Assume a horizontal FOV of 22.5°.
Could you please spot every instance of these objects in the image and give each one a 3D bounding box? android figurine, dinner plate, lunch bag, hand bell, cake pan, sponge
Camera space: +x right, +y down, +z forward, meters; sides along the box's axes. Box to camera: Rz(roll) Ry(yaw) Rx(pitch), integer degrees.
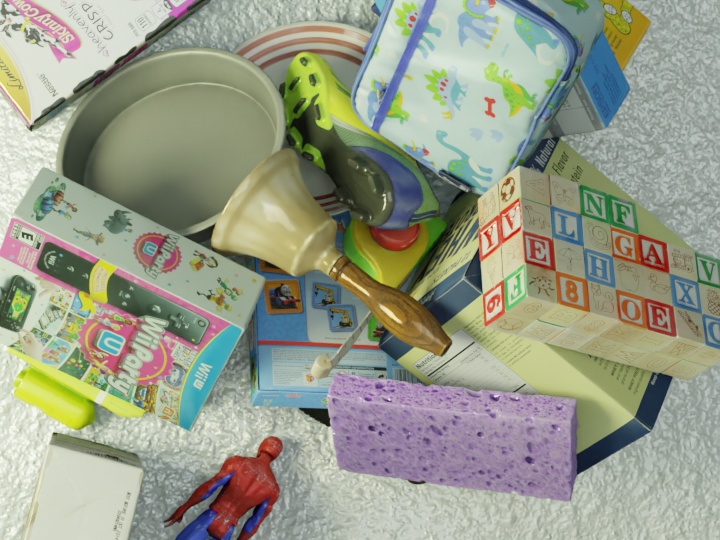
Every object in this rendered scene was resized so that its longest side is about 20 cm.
[{"bbox_3d":[-0.216,0.046,1.541,0.199,0.041,0.183,29,83,-7],"label":"android figurine"},{"bbox_3d":[-0.044,-0.127,1.553,0.199,0.024,0.201,-2,61,4],"label":"dinner plate"},{"bbox_3d":[0.083,-0.163,1.399,0.160,0.200,0.083,34,50,5],"label":"lunch bag"},{"bbox_3d":[-0.009,0.002,1.427,0.200,0.104,0.104,37,82,14],"label":"hand bell"},{"bbox_3d":[-0.154,-0.098,1.508,0.199,0.037,0.201,-8,55,11],"label":"cake pan"},{"bbox_3d":[0.075,0.135,1.463,0.199,0.112,0.030,6,52,13],"label":"sponge"}]

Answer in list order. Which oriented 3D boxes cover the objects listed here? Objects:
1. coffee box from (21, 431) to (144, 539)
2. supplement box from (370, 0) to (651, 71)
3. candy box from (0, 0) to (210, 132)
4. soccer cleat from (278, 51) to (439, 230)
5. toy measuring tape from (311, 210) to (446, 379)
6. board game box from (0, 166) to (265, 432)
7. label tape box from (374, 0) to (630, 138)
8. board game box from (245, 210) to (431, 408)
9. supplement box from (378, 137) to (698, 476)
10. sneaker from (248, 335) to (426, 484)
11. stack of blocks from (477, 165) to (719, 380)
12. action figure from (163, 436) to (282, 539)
[{"bbox_3d":[-0.226,0.198,1.452,0.079,0.200,0.115,15,85,-8],"label":"coffee box"},{"bbox_3d":[0.130,-0.220,1.559,0.200,0.109,0.110,39,52,-7],"label":"supplement box"},{"bbox_3d":[-0.241,-0.232,1.537,0.200,0.061,0.137,-38,95,-9],"label":"candy box"},{"bbox_3d":[-0.003,-0.105,1.500,0.083,0.200,0.065,3,131,-39],"label":"soccer cleat"},{"bbox_3d":[0.000,0.000,1.491,0.074,0.074,0.200,43,60,-6],"label":"toy measuring tape"},{"bbox_3d":[-0.195,0.026,1.452,0.199,0.148,0.064,25,45,-5],"label":"board game box"},{"bbox_3d":[0.101,-0.176,1.486,0.145,0.199,0.063,59,45,-28],"label":"label tape box"},{"bbox_3d":[-0.021,0.019,1.535,0.150,0.037,0.201,3,64,-14],"label":"board game box"},{"bbox_3d":[0.157,0.029,1.513,0.200,0.134,0.200,38,49,-10],"label":"supplement box"},{"bbox_3d":[-0.004,0.093,1.569,0.200,0.074,0.089,37,63,-4],"label":"sneaker"},{"bbox_3d":[0.192,0.004,1.421,0.199,0.059,0.116,16,57,-26],"label":"stack of blocks"},{"bbox_3d":[-0.129,0.224,1.546,0.065,0.052,0.200,40,77,-12],"label":"action figure"}]
